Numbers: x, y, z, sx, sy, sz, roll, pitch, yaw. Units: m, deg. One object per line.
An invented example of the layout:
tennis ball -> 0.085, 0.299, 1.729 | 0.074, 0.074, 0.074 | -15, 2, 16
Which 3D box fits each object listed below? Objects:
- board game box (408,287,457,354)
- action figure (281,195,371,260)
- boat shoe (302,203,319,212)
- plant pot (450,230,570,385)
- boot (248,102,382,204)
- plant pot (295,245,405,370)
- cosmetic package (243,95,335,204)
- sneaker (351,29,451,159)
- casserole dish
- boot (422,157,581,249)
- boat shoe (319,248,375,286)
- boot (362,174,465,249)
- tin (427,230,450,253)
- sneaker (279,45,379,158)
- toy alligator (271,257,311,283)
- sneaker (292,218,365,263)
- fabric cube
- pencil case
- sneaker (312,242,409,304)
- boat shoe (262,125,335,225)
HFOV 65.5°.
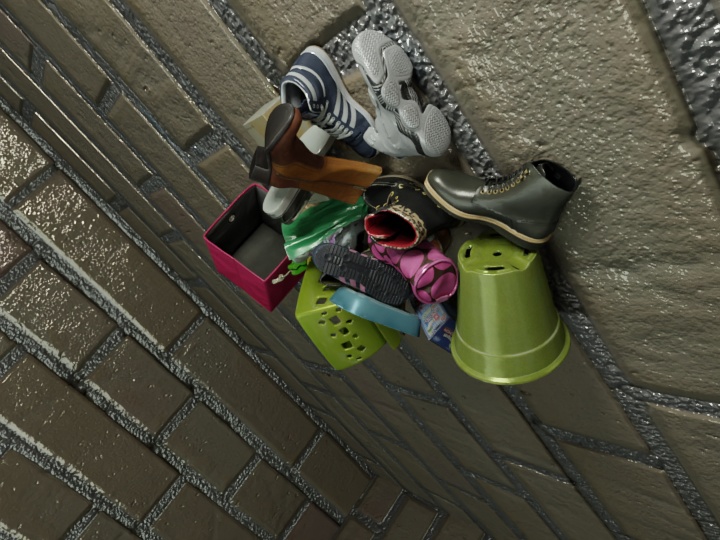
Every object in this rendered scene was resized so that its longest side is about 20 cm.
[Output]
board game box -> 0.181, 0.103, 1.143 | 0.199, 0.062, 0.200 | 34, -166, -33
action figure -> -0.054, -0.098, 1.080 | 0.055, 0.199, 0.119 | 55, -167, -52
boat shoe -> -0.097, -0.110, 1.251 | 0.199, 0.065, 0.071 | 34, 156, 16
plant pot -> 0.230, 0.045, 0.902 | 0.199, 0.200, 0.191 | 19, 138, 41
boot -> -0.058, -0.170, 0.878 | 0.198, 0.069, 0.188 | 12, 147, -20
plant pot -> -0.007, 0.074, 1.244 | 0.180, 0.200, 0.201 | -16, 128, 21
cosmetic package -> -0.121, -0.227, 1.069 | 0.200, 0.071, 0.105 | 50, 156, -22
sneaker -> 0.036, -0.237, 0.802 | 0.200, 0.075, 0.114 | 48, 153, -25
casserole dish -> 0.033, 0.076, 1.068 | 0.199, 0.039, 0.121 | 22, -179, -30
boot -> 0.195, -0.124, 0.781 | 0.198, 0.078, 0.139 | 23, 151, 6
boat shoe -> 0.008, -0.001, 1.111 | 0.199, 0.066, 0.072 | -8, 125, 29
boot -> 0.057, -0.097, 0.913 | 0.199, 0.150, 0.074 | 23, 123, 29
tin -> 0.097, -0.060, 1.078 | 0.112, 0.042, 0.200 | 41, 157, -11
sneaker -> -0.049, -0.238, 0.878 | 0.070, 0.109, 0.200 | -13, 124, 42
toy alligator -> -0.134, -0.027, 1.327 | 0.059, 0.199, 0.055 | -6, 104, 51
sneaker -> -0.051, -0.051, 1.176 | 0.140, 0.078, 0.200 | 41, 124, -3
fabric cube -> -0.245, -0.055, 1.412 | 0.199, 0.197, 0.200 | 34, 158, 11
pencil case -> 0.087, -0.015, 0.930 | 0.200, 0.090, 0.094 | -129, 25, -59
sneaker -> 0.000, 0.000, 1.049 | 0.199, 0.071, 0.082 | 28, 180, -17
boat shoe -> -0.096, -0.175, 0.999 | 0.064, 0.201, 0.071 | 31, -174, -46
